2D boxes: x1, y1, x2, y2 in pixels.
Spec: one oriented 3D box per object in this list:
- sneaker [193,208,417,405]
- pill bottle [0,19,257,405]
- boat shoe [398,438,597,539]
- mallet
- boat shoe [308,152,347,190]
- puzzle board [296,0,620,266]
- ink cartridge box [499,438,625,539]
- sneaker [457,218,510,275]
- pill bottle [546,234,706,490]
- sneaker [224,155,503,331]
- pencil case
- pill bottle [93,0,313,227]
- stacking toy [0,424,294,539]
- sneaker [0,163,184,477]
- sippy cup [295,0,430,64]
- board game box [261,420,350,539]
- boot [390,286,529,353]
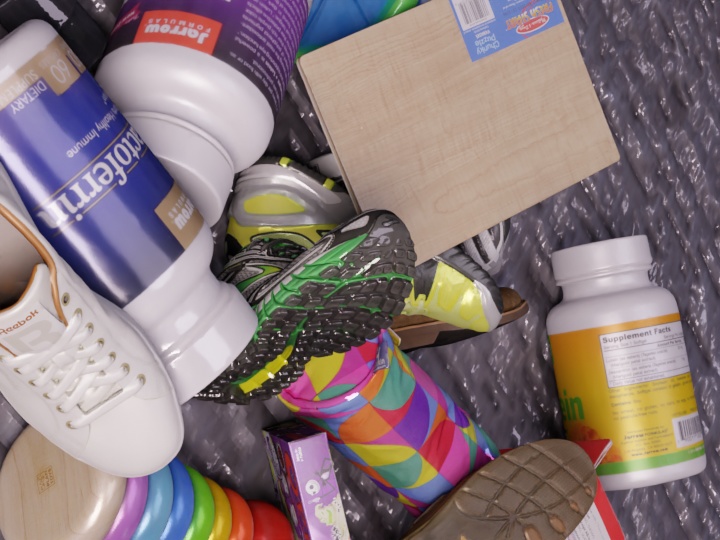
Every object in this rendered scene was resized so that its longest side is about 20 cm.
[{"bbox_3d":[-0.045,0.009,0.857,0.078,0.200,0.086,10,61,-38],"label":"sneaker"},{"bbox_3d":[-0.150,-0.021,0.773,0.200,0.116,0.116,52,44,-17],"label":"pill bottle"},{"bbox_3d":[0.070,0.176,0.973,0.200,0.068,0.072,-32,91,-24],"label":"boat shoe"},{"bbox_3d":[-0.157,-0.196,0.899,0.066,0.041,0.200,51,41,-28],"label":"mallet"},{"bbox_3d":[0.066,-0.081,1.034,0.071,0.199,0.064,-53,123,-86],"label":"boat shoe"},{"bbox_3d":[0.068,-0.103,0.960,0.200,0.017,0.151,-27,100,-25],"label":"puzzle board"},{"bbox_3d":[0.111,0.208,1.052,0.200,0.116,0.067,-47,118,-46],"label":"ink cartridge box"},{"bbox_3d":[0.065,-0.083,1.129,0.115,0.075,0.201,36,38,-69],"label":"sneaker"},{"bbox_3d":[0.216,0.076,1.224,0.111,0.111,0.201,-5,84,-52],"label":"pill bottle"},{"bbox_3d":[0.000,0.000,0.977,0.199,0.075,0.077,25,72,-7],"label":"sneaker"},{"bbox_3d":[0.022,0.095,0.975,0.200,0.088,0.089,51,44,-47],"label":"pencil case"},{"bbox_3d":[-0.098,-0.127,0.889,0.111,0.111,0.201,40,51,-38],"label":"pill bottle"},{"bbox_3d":[-0.109,0.140,0.838,0.200,0.085,0.086,30,58,-51],"label":"stacking toy"},{"bbox_3d":[-0.151,0.033,0.682,0.200,0.073,0.085,54,1,-24],"label":"sneaker"},{"bbox_3d":[0.012,-0.197,1.035,0.130,0.139,0.179,14,77,-57],"label":"sippy cup"},{"bbox_3d":[-0.020,0.195,0.902,0.032,0.120,0.201,-13,90,-16],"label":"board game box"},{"bbox_3d":[0.054,0.020,1.077,0.200,0.073,0.076,-6,75,-49],"label":"boot"}]
